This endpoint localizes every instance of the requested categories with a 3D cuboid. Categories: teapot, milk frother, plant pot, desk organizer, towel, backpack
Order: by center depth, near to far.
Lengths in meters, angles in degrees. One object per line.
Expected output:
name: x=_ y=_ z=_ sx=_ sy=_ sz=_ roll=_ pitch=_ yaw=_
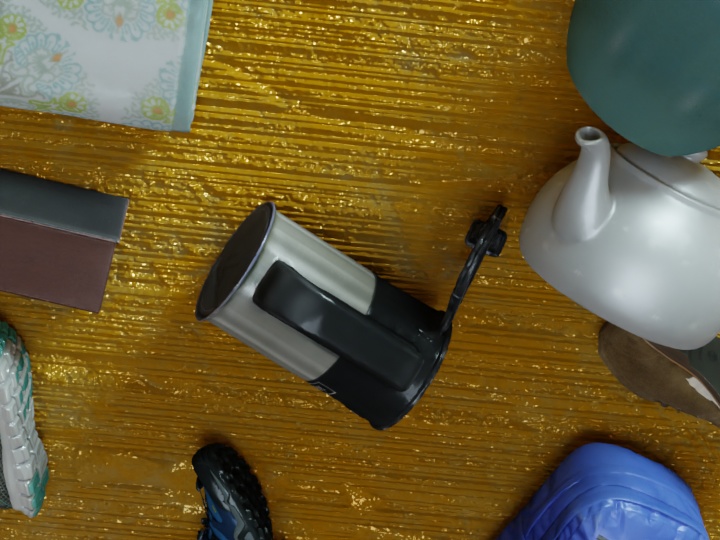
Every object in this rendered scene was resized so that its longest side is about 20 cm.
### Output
plant pot: x=0.252 y=-0.184 z=1.545 sx=0.200 sy=0.201 sz=0.161 roll=28 pitch=126 yaw=-15
towel: x=-0.203 y=-0.211 z=1.611 sx=0.171 sy=0.048 sz=0.200 roll=10 pitch=119 yaw=-2
teapot: x=0.236 y=-0.038 z=1.637 sx=0.197 sy=0.200 sz=0.146 roll=28 pitch=104 yaw=-1
milk frother: x=0.000 y=0.000 z=1.694 sx=0.188 sy=0.180 sz=0.200 roll=32 pitch=72 yaw=-17
desk organizer: x=-0.301 y=-0.034 z=1.696 sx=0.200 sy=0.072 sz=0.077 roll=13 pitch=121 yaw=-7
backpack: x=0.220 y=0.271 z=1.814 sx=0.162 sy=0.168 sz=0.200 roll=25 pitch=113 yaw=-21

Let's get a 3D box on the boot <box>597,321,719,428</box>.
boot: x=0.291 y=0.098 z=1.781 sx=0.200 sy=0.074 sz=0.075 roll=41 pitch=131 yaw=-16

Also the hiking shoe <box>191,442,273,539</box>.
hiking shoe: x=-0.120 y=0.247 z=1.851 sx=0.087 sy=0.074 sz=0.200 roll=-18 pitch=118 yaw=9

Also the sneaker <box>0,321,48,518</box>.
sneaker: x=-0.333 y=0.134 z=1.790 sx=0.091 sy=0.078 sz=0.200 roll=-1 pitch=118 yaw=5
